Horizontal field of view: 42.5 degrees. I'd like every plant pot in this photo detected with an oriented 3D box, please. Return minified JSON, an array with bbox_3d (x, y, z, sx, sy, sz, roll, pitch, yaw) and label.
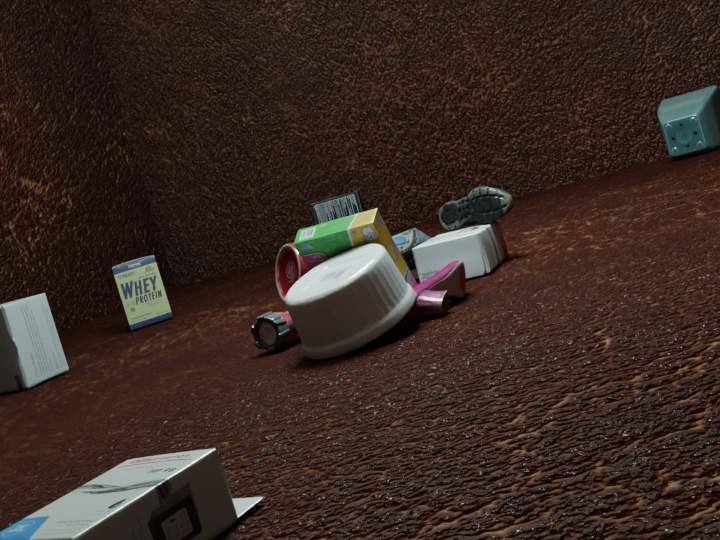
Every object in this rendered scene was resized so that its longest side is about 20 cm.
[{"bbox_3d":[1.089,-0.471,3.064,0.194,0.198,0.200,-12,15,36],"label":"plant pot"}]

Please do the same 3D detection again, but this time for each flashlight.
[{"bbox_3d":[-0.118,0.093,1.680,0.068,0.068,0.200,-59,-17,24],"label":"flashlight"}]

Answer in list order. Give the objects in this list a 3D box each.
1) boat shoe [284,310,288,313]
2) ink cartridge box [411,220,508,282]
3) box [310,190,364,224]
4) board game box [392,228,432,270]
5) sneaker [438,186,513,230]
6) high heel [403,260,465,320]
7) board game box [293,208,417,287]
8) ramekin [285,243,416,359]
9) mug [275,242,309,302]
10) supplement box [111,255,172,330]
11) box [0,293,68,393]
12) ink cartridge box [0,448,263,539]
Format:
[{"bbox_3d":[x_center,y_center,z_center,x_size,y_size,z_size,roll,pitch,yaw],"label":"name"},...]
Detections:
[{"bbox_3d":[-0.062,0.051,1.839,0.198,0.077,0.072,-18,6,-7],"label":"boat shoe"},{"bbox_3d":[0.203,-0.036,1.866,0.144,0.084,0.200,-14,5,21],"label":"ink cartridge box"},{"bbox_3d":[-0.075,-0.200,3.722,0.196,0.202,0.123,-15,5,7],"label":"box"},{"bbox_3d":[0.047,-0.020,1.925,0.198,0.062,0.200,-20,-14,19],"label":"board game box"},{"bbox_3d":[0.248,-0.134,1.911,0.079,0.076,0.199,-15,3,-36],"label":"sneaker"},{"bbox_3d":[0.118,0.032,1.556,0.095,0.068,0.200,-3,24,22],"label":"high heel"},{"bbox_3d":[0.000,0.000,1.565,0.152,0.201,0.041,-14,36,25],"label":"board game box"},{"bbox_3d":[-0.021,0.042,1.447,0.199,0.098,0.201,-26,16,8],"label":"ramekin"},{"bbox_3d":[-0.042,-0.015,1.688,0.198,0.179,0.133,-1,29,-29],"label":"mug"},{"bbox_3d":[-0.678,0.065,2.870,0.133,0.202,0.200,-18,5,-14],"label":"supplement box"},{"bbox_3d":[-0.830,0.179,2.206,0.198,0.201,0.130,-13,6,33],"label":"box"},{"bbox_3d":[-0.185,0.203,0.754,0.115,0.067,0.199,-14,6,33],"label":"ink cartridge box"}]
